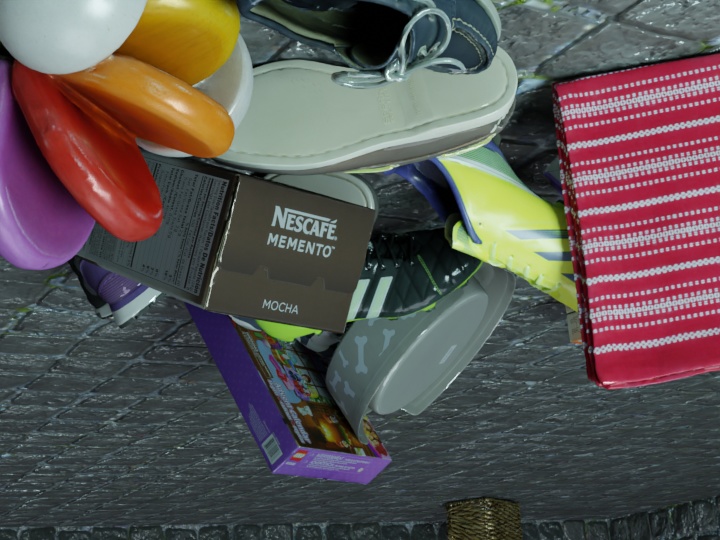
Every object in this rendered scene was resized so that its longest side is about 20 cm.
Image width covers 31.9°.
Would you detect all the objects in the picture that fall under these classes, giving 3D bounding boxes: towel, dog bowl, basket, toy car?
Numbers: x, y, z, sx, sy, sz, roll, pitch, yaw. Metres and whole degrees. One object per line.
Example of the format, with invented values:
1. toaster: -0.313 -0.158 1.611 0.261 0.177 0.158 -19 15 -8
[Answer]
1. towel: 0.199 -0.034 0.780 0.143 0.203 0.022 -8 169 11
2. dog bowl: 0.050 0.060 1.114 0.200 0.059 0.201 -41 160 -18
3. basket: 0.280 0.611 2.905 0.141 0.151 0.199 -14 161 27
4. toy car: -0.153 -0.077 0.639 0.198 0.152 0.175 -11 162 19

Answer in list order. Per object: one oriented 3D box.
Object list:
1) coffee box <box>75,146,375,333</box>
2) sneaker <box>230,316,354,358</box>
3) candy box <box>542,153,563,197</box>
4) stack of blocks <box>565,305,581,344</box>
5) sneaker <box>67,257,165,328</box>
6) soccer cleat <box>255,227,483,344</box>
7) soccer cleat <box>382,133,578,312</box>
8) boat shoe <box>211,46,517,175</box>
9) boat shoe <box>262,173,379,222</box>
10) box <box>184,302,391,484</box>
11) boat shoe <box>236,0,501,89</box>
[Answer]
1. coffee box: -0.101 -0.027 0.796 0.112 0.081 0.199 13 -177 -44
2. sneaker: -0.007 0.026 1.114 0.198 0.080 0.129 22 159 -35
3. candy box: 0.235 -0.016 0.899 0.072 0.168 0.200 -48 153 5
4. stack of blocks: 0.315 0.043 1.284 0.199 0.059 0.115 11 157 -41
5. sneaker: -0.194 -0.016 0.982 0.076 0.088 0.200 -41 -168 -14
6. soccer cleat: 0.000 0.000 0.985 0.198 0.068 0.081 -18 130 15
7. soccer cleat: 0.096 -0.025 0.827 0.200 0.084 0.065 43 150 -4
8. boat shoe: -0.003 -0.091 0.769 0.197 0.073 0.060 -10 161 2
9. boat shoe: -0.058 -0.039 0.941 0.198 0.068 0.057 -12 -179 37
10. box: -0.067 0.099 1.148 0.039 0.201 0.136 -45 146 19
11. boat shoe: 0.008 -0.131 0.656 0.074 0.063 0.199 -19 158 33
